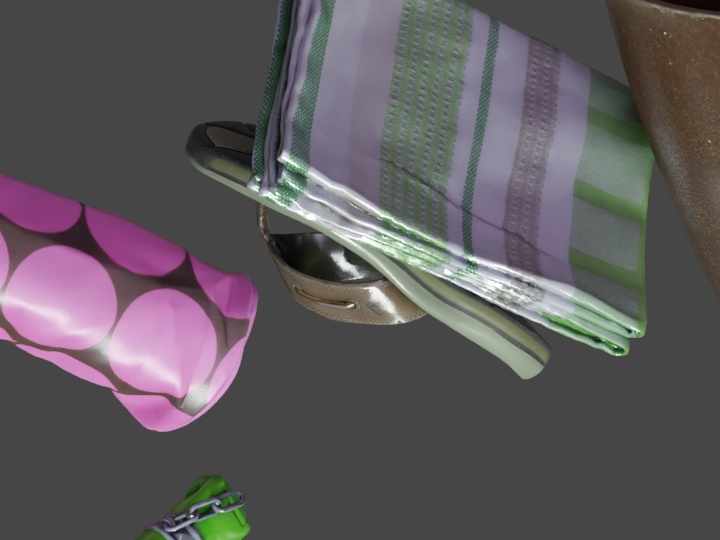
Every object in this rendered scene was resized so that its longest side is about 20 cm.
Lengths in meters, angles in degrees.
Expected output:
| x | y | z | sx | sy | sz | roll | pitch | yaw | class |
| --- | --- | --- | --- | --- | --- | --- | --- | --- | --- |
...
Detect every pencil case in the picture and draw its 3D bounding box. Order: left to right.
| x | y | z | sx | sy | sz | roll | pitch | yaw | class |
| --- | --- | --- | --- | --- | --- | --- | --- | --- | --- |
| -0.149 | 0.005 | 1.109 | 0.199 | 0.094 | 0.091 | 25 | 47 | -19 | pencil case |

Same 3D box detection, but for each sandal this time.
| x | y | z | sx | sy | sz | roll | pitch | yaw | class |
| --- | --- | --- | --- | --- | --- | --- | --- | --- | --- |
| 0.001 | 0.001 | 1.160 | 0.200 | 0.080 | 0.057 | 36 | 102 | -20 | sandal |

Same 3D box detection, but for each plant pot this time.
| x | y | z | sx | sy | sz | roll | pitch | yaw | class |
| --- | --- | --- | --- | --- | --- | --- | --- | --- | --- |
| 0.210 | -0.063 | 1.172 | 0.186 | 0.187 | 0.201 | -17 | 119 | -14 | plant pot |

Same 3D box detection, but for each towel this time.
| x | y | z | sx | sy | sz | roll | pitch | yaw | class |
| --- | --- | --- | --- | --- | --- | --- | --- | --- | --- |
| 0.049 | -0.061 | 1.144 | 0.199 | 0.031 | 0.150 | 23 | 55 | -22 | towel |

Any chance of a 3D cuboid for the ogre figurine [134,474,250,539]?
| x | y | z | sx | sy | sz | roll | pitch | yaw | class |
| --- | --- | --- | --- | --- | --- | --- | --- | --- | --- |
| -0.085 | 0.209 | 1.161 | 0.119 | 0.098 | 0.202 | -18 | 120 | -32 | ogre figurine |
